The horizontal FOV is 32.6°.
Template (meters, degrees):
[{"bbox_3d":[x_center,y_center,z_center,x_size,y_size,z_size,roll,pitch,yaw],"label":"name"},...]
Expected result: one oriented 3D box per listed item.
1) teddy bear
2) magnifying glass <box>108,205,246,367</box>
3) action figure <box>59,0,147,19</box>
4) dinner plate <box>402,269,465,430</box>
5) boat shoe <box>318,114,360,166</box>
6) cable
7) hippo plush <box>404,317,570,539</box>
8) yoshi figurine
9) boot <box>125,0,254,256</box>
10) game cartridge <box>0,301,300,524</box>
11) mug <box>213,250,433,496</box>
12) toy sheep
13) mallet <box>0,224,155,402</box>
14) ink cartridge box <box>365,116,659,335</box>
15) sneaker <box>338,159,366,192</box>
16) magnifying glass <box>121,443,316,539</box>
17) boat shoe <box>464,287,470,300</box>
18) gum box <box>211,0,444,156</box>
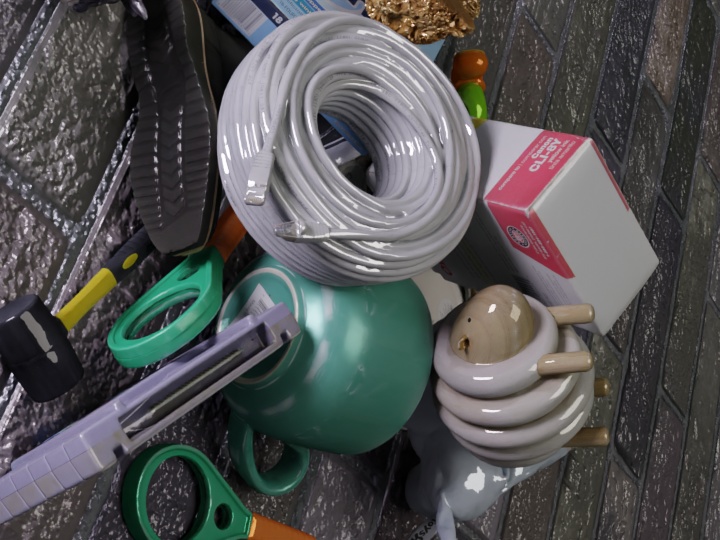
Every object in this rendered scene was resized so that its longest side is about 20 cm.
[{"bbox_3d":[0.034,-0.250,1.022,0.145,0.067,0.200,16,44,-48],"label":"teddy bear"},{"bbox_3d":[-0.117,0.003,0.888,0.022,0.079,0.200,59,32,-24],"label":"magnifying glass"},{"bbox_3d":[-0.190,-0.222,0.805,0.200,0.102,0.119,-23,89,-51],"label":"action figure"},{"bbox_3d":[0.055,0.050,1.159,0.200,0.024,0.201,12,75,-53],"label":"dinner plate"},{"bbox_3d":[-0.016,-0.144,1.053,0.200,0.072,0.068,-50,124,-49],"label":"boat shoe"},{"bbox_3d":[-0.005,-0.084,0.871,0.200,0.069,0.200,18,60,-31],"label":"cable"},{"bbox_3d":[0.064,0.132,1.077,0.200,0.159,0.161,-32,92,-33],"label":"hippo plush"},{"bbox_3d":[0.077,-0.109,1.142,0.112,0.112,0.200,10,74,-39],"label":"yoshi figurine"},{"bbox_3d":[-0.101,-0.102,0.923,0.138,0.077,0.200,17,67,-56],"label":"boot"},{"bbox_3d":[-0.141,0.088,0.799,0.200,0.130,0.038,-34,98,-51],"label":"game cartridge"},{"bbox_3d":[-0.039,0.069,0.917,0.114,0.152,0.185,22,64,-44],"label":"mug"},{"bbox_3d":[0.120,0.088,0.945,0.138,0.138,0.200,-60,144,-39],"label":"toy sheep"},{"bbox_3d":[-0.182,0.001,0.840,0.066,0.041,0.200,58,38,-27],"label":"mallet"},{"bbox_3d":[0.118,-0.045,0.992,0.083,0.200,0.145,-50,127,-16],"label":"ink cartridge box"},{"bbox_3d":[0.000,0.000,1.041,0.075,0.082,0.200,5,80,-53],"label":"sneaker"},{"bbox_3d":[-0.101,0.187,0.926,0.200,0.022,0.080,35,57,-46],"label":"magnifying glass"},{"bbox_3d":[0.140,0.046,1.220,0.086,0.074,0.202,-76,153,-43],"label":"boat shoe"},{"bbox_3d":[-0.015,-0.212,1.018,0.170,0.045,0.200,44,38,-15],"label":"gum box"}]
